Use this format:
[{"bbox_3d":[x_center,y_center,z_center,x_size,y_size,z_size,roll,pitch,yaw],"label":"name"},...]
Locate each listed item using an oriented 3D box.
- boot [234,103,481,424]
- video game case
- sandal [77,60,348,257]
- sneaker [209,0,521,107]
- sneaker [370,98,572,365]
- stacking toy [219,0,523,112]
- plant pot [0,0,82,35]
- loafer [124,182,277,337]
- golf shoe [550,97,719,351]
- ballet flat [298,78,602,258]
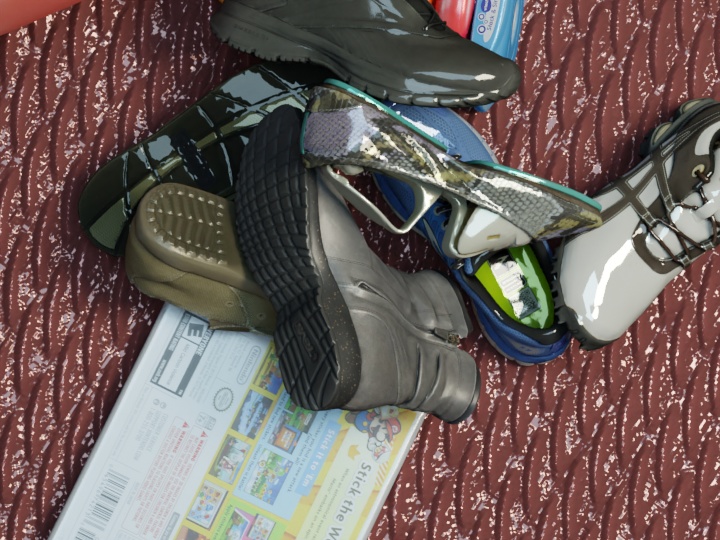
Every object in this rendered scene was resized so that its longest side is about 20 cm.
[{"bbox_3d":[0.000,0.000,1.554,0.131,0.070,0.201,5,68,-42],"label":"boot"},{"bbox_3d":[-0.080,0.136,1.603,0.182,0.023,0.200,26,82,-1],"label":"video game case"},{"bbox_3d":[-0.087,-0.075,1.608,0.201,0.057,0.080,-24,88,9],"label":"sandal"},{"bbox_3d":[0.006,-0.154,1.527,0.199,0.076,0.091,19,102,14],"label":"sneaker"},{"bbox_3d":[0.076,-0.033,1.596,0.078,0.089,0.200,-36,89,-8],"label":"sneaker"},{"bbox_3d":[0.001,-0.174,1.607,0.199,0.110,0.116,9,87,8],"label":"stacking toy"},{"bbox_3d":[-0.179,-0.257,1.556,0.177,0.200,0.201,-17,86,-15],"label":"plant pot"},{"bbox_3d":[-0.061,0.006,1.586,0.200,0.067,0.076,26,52,-22],"label":"loafer"},{"bbox_3d":[0.194,-0.036,1.574,0.078,0.094,0.200,45,65,-21],"label":"golf shoe"},{"bbox_3d":[0.049,-0.046,1.518,0.200,0.072,0.072,24,83,-17],"label":"ballet flat"}]
